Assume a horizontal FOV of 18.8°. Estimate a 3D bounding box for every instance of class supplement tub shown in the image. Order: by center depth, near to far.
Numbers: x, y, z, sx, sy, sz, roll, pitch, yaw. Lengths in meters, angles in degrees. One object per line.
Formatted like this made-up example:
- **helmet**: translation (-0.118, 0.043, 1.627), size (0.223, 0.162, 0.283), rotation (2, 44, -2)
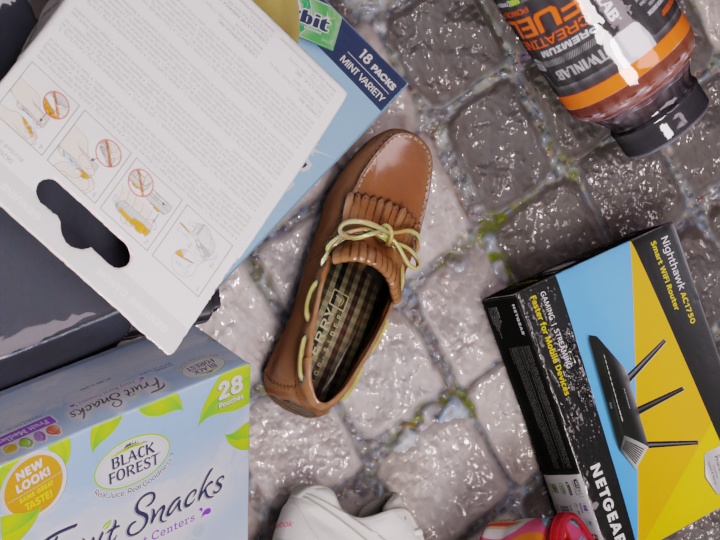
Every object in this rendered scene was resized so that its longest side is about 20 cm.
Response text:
- **supplement tub**: translation (0.161, -0.178, 1.506), size (0.107, 0.107, 0.201), rotation (-42, 104, -24)

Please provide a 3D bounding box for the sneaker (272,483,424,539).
- **sneaker**: translation (0.027, 0.198, 1.420), size (0.199, 0.078, 0.100), rotation (31, 61, -27)

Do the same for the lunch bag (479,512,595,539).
- **lunch bag**: translation (0.136, 0.253, 1.425), size (0.200, 0.081, 0.177), rotation (54, 34, -43)

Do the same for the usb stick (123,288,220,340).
- **usb stick**: translation (-0.182, 0.023, 1.346), size (0.199, 0.033, 0.056), rotation (-12, 81, -28)

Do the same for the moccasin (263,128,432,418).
- **moccasin**: translation (-0.001, -0.001, 1.418), size (0.073, 0.078, 0.202), rotation (35, 70, -21)

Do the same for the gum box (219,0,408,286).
- **gum box**: translation (-0.094, -0.107, 1.379), size (0.170, 0.045, 0.200), rotation (45, 66, -3)

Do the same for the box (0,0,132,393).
- **box**: translation (-0.224, -0.025, 1.210), size (0.123, 0.198, 0.201), rotation (-22, 79, -28)

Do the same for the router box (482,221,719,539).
- **router box**: translation (0.185, 0.085, 1.524), size (0.148, 0.051, 0.202), rotation (-23, 96, -29)

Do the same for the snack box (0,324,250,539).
- **snack box**: translation (-0.145, 0.149, 1.211), size (0.168, 0.067, 0.202), rotation (-22, 126, -35)

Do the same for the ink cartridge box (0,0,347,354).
- **ink cartridge box**: translation (-0.115, -0.074, 1.160), size (0.162, 0.050, 0.201), rotation (42, 60, -16)

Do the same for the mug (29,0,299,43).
- **mug**: translation (-0.117, -0.127, 1.286), size (0.152, 0.149, 0.188), rotation (-12, 88, -29)
